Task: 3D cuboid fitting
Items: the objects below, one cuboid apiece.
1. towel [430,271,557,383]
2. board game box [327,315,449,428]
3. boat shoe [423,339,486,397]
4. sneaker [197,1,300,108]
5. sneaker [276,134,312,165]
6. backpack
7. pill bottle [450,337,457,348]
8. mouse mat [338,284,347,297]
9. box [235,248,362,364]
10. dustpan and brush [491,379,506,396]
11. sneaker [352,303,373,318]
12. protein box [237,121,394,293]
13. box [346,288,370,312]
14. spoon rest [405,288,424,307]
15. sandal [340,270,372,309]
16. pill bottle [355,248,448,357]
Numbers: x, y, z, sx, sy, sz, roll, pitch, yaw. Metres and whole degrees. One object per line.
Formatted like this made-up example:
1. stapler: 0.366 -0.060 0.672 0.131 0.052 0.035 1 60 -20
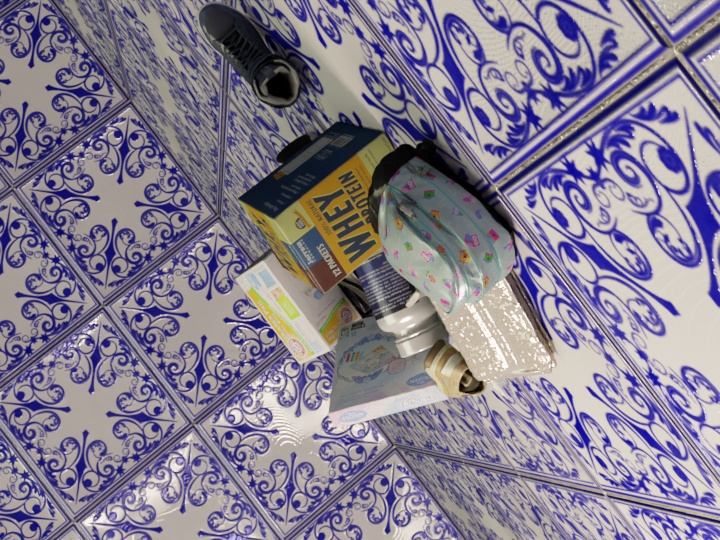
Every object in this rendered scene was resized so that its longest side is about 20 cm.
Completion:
1. towel: 0.175 0.071 1.464 0.131 0.035 0.201 -13 122 36
2. board game box: 0.050 0.150 1.781 0.044 0.198 0.200 58 -155 -35
3. boat shoe: 0.154 0.163 1.611 0.076 0.072 0.200 30 179 25
4. sneaker: -0.167 -0.330 1.648 0.202 0.077 0.146 45 -177 -16
5. sneaker: -0.074 -0.171 1.813 0.089 0.074 0.199 53 166 -29
6. backpack: 0.100 -0.044 1.350 0.200 0.126 0.168 43 163 29
7. pill bottle: 0.072 0.153 1.911 0.197 0.113 0.113 4 144 25
8. mouse mat: -0.077 -0.035 1.900 0.161 0.008 0.200 48 169 19
9. box: -0.110 0.051 1.928 0.201 0.101 0.112 53 142 -7
10. dustpan and brush: 0.177 0.103 1.675 0.200 0.057 0.140 50 169 13
11. sneaker: -0.001 0.066 2.072 0.078 0.077 0.199 14 -170 31
12. protein box: -0.044 -0.098 1.581 0.136 0.199 0.198 55 169 -22
13. box: -0.038 -0.053 1.967 0.201 0.104 0.182 58 166 -28
14. spoon rest: 0.164 0.081 1.592 0.199 0.061 0.100 36 138 -2
15. sandal: 0.001 0.000 1.725 0.200 0.076 0.048 37 150 -16
16. pill bottle: 0.061 0.026 1.660 0.111 0.110 0.202 145 103 -79
